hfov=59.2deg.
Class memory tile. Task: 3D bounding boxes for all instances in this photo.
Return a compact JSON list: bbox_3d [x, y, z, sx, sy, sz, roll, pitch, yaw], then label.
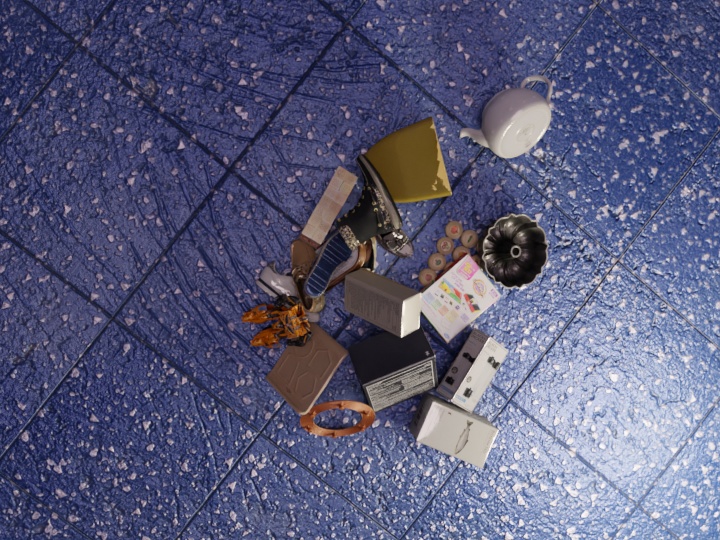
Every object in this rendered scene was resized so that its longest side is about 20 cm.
[{"bbox_3d":[0.265,-0.022,1.745,0.152,0.017,0.201,29,89,-6],"label":"memory tile"}]

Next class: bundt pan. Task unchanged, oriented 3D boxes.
[{"bbox_3d":[0.403,-0.054,1.715,0.200,0.076,0.204,-1,96,-15],"label":"bundt pan"}]

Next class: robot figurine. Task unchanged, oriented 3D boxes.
[{"bbox_3d":[-0.212,0.139,1.634,0.199,0.058,0.146,-13,101,38],"label":"robot figurine"}]

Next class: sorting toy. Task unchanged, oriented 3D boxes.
[{"bbox_3d":[-0.140,0.252,1.661,0.201,0.185,0.036,-53,138,-3],"label":"sorting toy"}]

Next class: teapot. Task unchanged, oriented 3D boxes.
[{"bbox_3d":[0.396,-0.410,1.675,0.199,0.198,0.147,-11,53,-31],"label":"teapot"}]

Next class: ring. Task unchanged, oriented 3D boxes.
[{"bbox_3d":[-0.060,0.395,1.662,0.198,0.201,0.019,-2,50,-5],"label":"ring"}]

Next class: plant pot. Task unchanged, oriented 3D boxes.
[{"bbox_3d":[0.117,-0.264,1.638,0.198,0.196,0.196,-15,94,8],"label":"plant pot"}]

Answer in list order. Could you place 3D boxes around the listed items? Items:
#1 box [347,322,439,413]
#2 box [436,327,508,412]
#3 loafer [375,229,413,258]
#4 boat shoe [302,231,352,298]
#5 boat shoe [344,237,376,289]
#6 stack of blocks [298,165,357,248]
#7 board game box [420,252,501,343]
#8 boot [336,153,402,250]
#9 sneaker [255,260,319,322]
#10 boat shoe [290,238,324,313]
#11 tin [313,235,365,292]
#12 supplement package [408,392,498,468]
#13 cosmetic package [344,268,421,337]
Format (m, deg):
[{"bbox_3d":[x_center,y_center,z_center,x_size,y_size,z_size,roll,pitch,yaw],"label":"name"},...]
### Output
[{"bbox_3d":[0.088,0.250,1.638,0.198,0.199,0.124,-21,57,-5],"label":"box"},{"bbox_3d":[0.303,0.270,1.708,0.116,0.060,0.201,36,84,-42],"label":"box"},{"bbox_3d":[0.067,-0.107,1.699,0.200,0.063,0.072,44,88,-5],"label":"loafer"},{"bbox_3d":[-0.090,-0.018,1.599,0.072,0.072,0.201,41,65,-13],"label":"boat shoe"},{"bbox_3d":[0.000,0.000,1.695,0.074,0.068,0.202,7,92,-5],"label":"boat shoe"},{"bbox_3d":[-0.086,-0.159,1.641,0.058,0.115,0.201,30,79,-6],"label":"stack of blocks"},{"bbox_3d":[0.260,0.074,1.720,0.200,0.040,0.153,-40,96,-2],"label":"board game box"},{"bbox_3d":[-0.003,-0.166,1.558,0.153,0.073,0.205,-28,93,12],"label":"boot"},{"bbox_3d":[-0.180,0.061,1.682,0.199,0.076,0.081,38,81,-7],"label":"sneaker"},{"bbox_3d":[-0.142,0.010,1.636,0.071,0.064,0.202,-21,80,18],"label":"boat shoe"},{"bbox_3d":[-0.079,-0.021,1.669,0.199,0.042,0.113,-35,72,14],"label":"tin"},{"bbox_3d":[0.249,0.429,1.713,0.199,0.117,0.118,24,89,-6],"label":"supplement package"},{"bbox_3d":[0.052,0.077,1.588,0.073,0.199,0.104,-22,124,-42],"label":"cosmetic package"}]
